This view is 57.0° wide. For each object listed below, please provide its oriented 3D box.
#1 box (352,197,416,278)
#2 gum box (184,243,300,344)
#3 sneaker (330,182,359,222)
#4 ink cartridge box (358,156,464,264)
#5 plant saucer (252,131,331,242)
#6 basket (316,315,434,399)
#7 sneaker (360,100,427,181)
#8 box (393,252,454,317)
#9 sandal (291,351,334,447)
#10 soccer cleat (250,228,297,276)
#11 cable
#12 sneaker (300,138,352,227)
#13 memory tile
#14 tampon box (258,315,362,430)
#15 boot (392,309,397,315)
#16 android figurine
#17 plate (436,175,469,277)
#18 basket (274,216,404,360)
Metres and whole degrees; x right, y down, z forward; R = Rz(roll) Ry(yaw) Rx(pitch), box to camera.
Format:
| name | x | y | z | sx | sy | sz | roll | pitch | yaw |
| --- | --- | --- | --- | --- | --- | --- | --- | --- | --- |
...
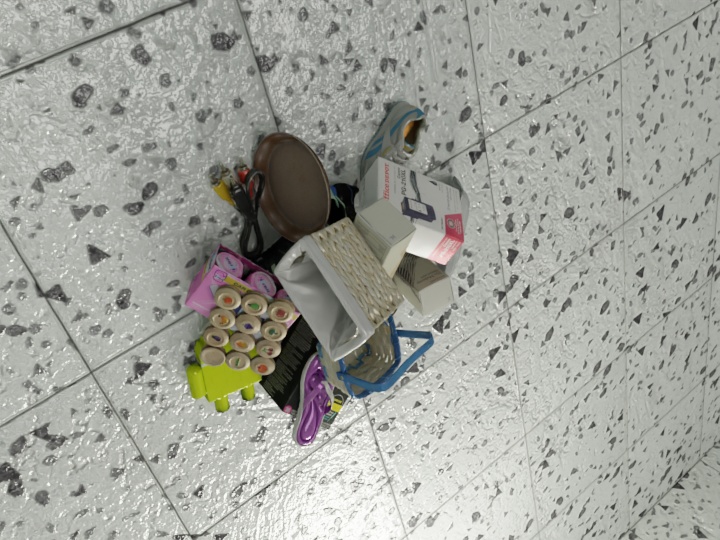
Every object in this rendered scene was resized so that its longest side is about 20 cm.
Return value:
| name | x | y | z | sx | sy | sz | roll | pitch | yaw |
| --- | --- | --- | --- | --- | --- | --- | --- | --- | --- |
| box | 0.020 | -0.025 | 1.227 | 0.077 | 0.095 | 0.202 | -33 | 160 | -38 |
| gum box | -0.211 | 0.055 | 1.236 | 0.198 | 0.067 | 0.114 | 32 | 121 | -23 |
| sneaker | -0.041 | -0.077 | 1.365 | 0.076 | 0.070 | 0.205 | -5 | 112 | -26 |
| ink cartridge box | 0.100 | -0.118 | 1.318 | 0.196 | 0.147 | 0.085 | 19 | 138 | -19 |
| plant saucer | -0.120 | -0.151 | 1.199 | 0.032 | 0.197 | 0.205 | -27 | 125 | -42 |
| basket | 0.021 | 0.161 | 1.261 | 0.175 | 0.197 | 0.142 | -34 | 120 | -41 |
| sneaker | 0.066 | -0.244 | 1.361 | 0.075 | 0.081 | 0.203 | 16 | 106 | -40 |
| box | 0.118 | 0.013 | 1.433 | 0.081 | 0.200 | 0.070 | -25 | 123 | -14 |
| sandal | -0.084 | 0.263 | 1.332 | 0.081 | 0.049 | 0.208 | 2 | 106 | -37 |
| soccer cleat | -0.184 | -0.002 | 1.279 | 0.080 | 0.068 | 0.202 | 24 | 110 | -34 |
| cable | -0.213 | -0.119 | 1.247 | 0.096 | 0.050 | 0.203 | -29 | 135 | -17 |
| sneaker | -0.080 | -0.163 | 1.239 | 0.073 | 0.118 | 0.204 | -28 | 101 | -19 |
| memory tile | -0.214 | 0.117 | 1.231 | 0.149 | 0.017 | 0.203 | 15 | 127 | -11 |
| tampon box | -0.092 | 0.204 | 1.416 | 0.149 | 0.126 | 0.203 | 31 | 91 | -40 |
| boot | -0.003 | 0.075 | 1.457 | 0.196 | 0.075 | 0.099 | 17 | 107 | -28 |
| android figurine | -0.265 | 0.187 | 1.339 | 0.179 | 0.041 | 0.205 | -18 | 122 | -29 |
| plate | 0.206 | -0.094 | 1.471 | 0.031 | 0.200 | 0.205 | 10 | 107 | 0 |
| basket | -0.035 | 0.029 | 1.161 | 0.122 | 0.135 | 0.202 | -32 | 86 | -38 |
